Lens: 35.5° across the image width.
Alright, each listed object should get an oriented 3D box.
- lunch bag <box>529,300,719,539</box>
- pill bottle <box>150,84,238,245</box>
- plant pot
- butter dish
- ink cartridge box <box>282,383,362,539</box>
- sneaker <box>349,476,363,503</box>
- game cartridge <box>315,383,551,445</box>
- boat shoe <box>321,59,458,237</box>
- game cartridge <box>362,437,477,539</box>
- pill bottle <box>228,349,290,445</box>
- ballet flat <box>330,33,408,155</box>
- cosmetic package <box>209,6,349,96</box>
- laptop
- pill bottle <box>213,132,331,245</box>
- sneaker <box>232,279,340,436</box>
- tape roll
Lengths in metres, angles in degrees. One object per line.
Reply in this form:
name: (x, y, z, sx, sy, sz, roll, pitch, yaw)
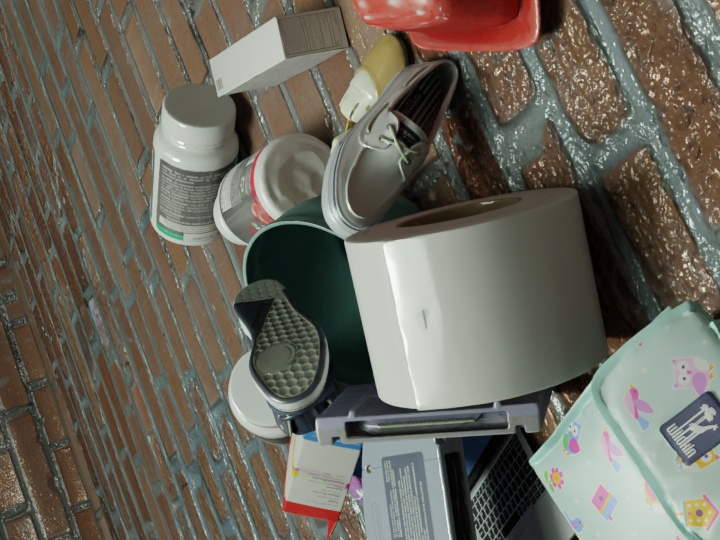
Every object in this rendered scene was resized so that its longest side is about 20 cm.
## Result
lunch bag: (0.241, 0.144, 0.839, 0.171, 0.121, 0.201, 58, 141, 30)
pill bottle: (-0.224, -0.141, 1.516, 0.113, 0.112, 0.201, 53, 146, 33)
plant pot: (0.000, 0.000, 1.137, 0.199, 0.134, 0.201, 21, 135, 23)
butter dish: (0.041, -0.277, 0.944, 0.199, 0.147, 0.202, 18, 121, 58)
ink cartridge box: (-0.041, 0.192, 1.246, 0.117, 0.067, 0.201, -86, 10, -53)
sneaker: (0.031, 0.254, 1.338, 0.201, 0.072, 0.115, -126, 28, -50)
game cartridge: (0.070, 0.121, 1.022, 0.130, 0.198, 0.039, -44, -53, -72)
boat shoe: (0.028, -0.121, 1.025, 0.073, 0.201, 0.067, 35, 151, -21)
game cartridge: (0.056, 0.245, 1.086, 0.133, 0.041, 0.202, -22, 73, 55)
pill bottle: (-0.104, 0.156, 1.403, 0.200, 0.112, 0.114, 82, 165, -77)
ballet flat: (0.005, -0.149, 1.166, 0.069, 0.063, 0.201, 51, 144, 39)
cosmetic package: (-0.097, -0.248, 1.280, 0.200, 0.082, 0.051, -8, 95, 61)
laptop: (0.098, 0.234, 1.143, 0.201, 0.115, 0.188, 63, 152, 31)
pill bottle: (-0.107, -0.088, 1.352, 0.200, 0.110, 0.112, -19, 88, 62)
sneaker: (-0.056, 0.111, 1.062, 0.203, 0.076, 0.147, -119, 8, -61)
tape roll: (0.097, 0.018, 0.945, 0.202, 0.201, 0.140, 1, 104, 61)
